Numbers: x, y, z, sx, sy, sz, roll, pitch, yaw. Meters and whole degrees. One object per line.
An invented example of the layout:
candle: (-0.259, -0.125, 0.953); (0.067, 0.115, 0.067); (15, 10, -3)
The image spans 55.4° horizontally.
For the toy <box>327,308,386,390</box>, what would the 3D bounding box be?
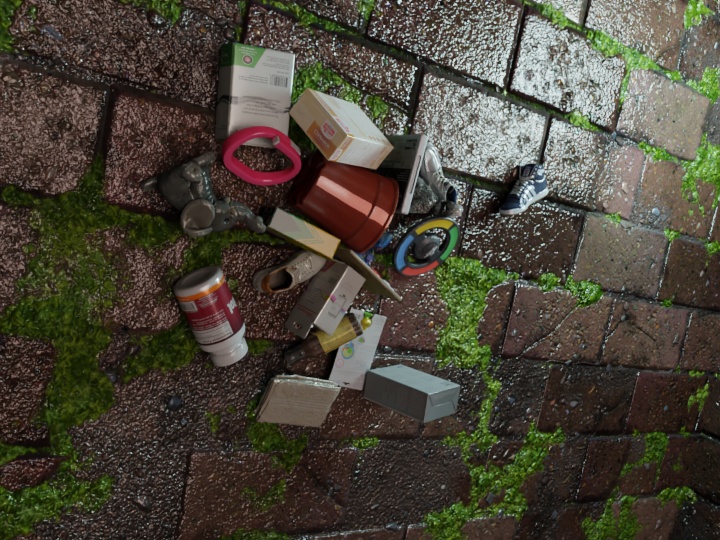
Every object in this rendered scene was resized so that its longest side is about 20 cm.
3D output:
toy: (-0.016, 0.199, 1.765); (0.114, 0.047, 0.203); (15, 98, -33)

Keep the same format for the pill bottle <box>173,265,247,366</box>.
pill bottle: (-0.321, 0.102, 1.502); (0.112, 0.112, 0.202); (-30, 116, -24)

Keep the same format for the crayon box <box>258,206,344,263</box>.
crayon box: (-0.130, -0.080, 1.555); (0.198, 0.127, 0.051); (27, 85, -23)

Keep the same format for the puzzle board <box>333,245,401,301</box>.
puzzle board: (0.000, 0.000, 1.668); (0.200, 0.150, 0.017); (44, 75, -32)

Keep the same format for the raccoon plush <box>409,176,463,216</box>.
raccoon plush: (0.165, -0.217, 1.736); (0.197, 0.097, 0.136); (5, 105, -3)

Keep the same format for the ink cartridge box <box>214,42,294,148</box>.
ink cartridge box: (-0.228, -0.370, 1.473); (0.145, 0.083, 0.203); (1, 101, -33)

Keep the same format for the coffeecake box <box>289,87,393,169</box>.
coffeecake box: (-0.039, -0.311, 1.522); (0.073, 0.154, 0.199); (-47, 158, 24)

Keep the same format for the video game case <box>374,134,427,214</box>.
video game case: (0.084, -0.232, 1.641); (0.023, 0.200, 0.185); (14, 93, -26)

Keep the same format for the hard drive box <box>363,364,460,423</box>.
hard drive box: (0.132, 0.314, 1.776); (0.155, 0.198, 0.078); (0, 102, -50)

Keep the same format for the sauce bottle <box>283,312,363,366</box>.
sauce bottle: (-0.092, 0.171, 1.675); (0.198, 0.065, 0.065); (-26, 115, -7)

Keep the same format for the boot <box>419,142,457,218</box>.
boot: (0.209, -0.234, 1.786); (0.073, 0.095, 0.202); (-28, 115, -25)

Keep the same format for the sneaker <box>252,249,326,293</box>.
sneaker: (-0.149, 0.007, 1.612); (0.198, 0.084, 0.074); (-28, 113, -28)

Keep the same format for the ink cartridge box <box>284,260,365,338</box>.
ink cartridge box: (-0.088, 0.078, 1.649); (0.067, 0.116, 0.201); (38, 81, -33)

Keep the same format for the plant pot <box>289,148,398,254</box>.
plant pot: (-0.047, -0.171, 1.585); (0.194, 0.200, 0.203); (28, 85, -26)

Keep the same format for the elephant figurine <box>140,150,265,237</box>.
elephant figurine: (-0.322, -0.132, 1.429); (0.141, 0.154, 0.202); (-42, 113, -44)

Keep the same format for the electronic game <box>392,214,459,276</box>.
electronic game: (0.171, -0.063, 1.787); (0.198, 0.042, 0.202); (-21, 141, -18)

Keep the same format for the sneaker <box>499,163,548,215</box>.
sneaker: (0.462, -0.239, 1.968); (0.199, 0.070, 0.110); (-31, 121, -32)

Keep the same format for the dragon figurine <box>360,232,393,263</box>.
dragon figurine: (0.041, -0.092, 1.704); (0.200, 0.099, 0.059); (-47, 122, -19)

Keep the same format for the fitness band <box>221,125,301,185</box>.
fitness band: (-0.209, -0.240, 1.470); (0.200, 0.142, 0.038); (34, 38, -61)

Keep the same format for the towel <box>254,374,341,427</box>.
towel: (-0.155, 0.323, 1.690); (0.198, 0.035, 0.134); (16, 112, -35)
